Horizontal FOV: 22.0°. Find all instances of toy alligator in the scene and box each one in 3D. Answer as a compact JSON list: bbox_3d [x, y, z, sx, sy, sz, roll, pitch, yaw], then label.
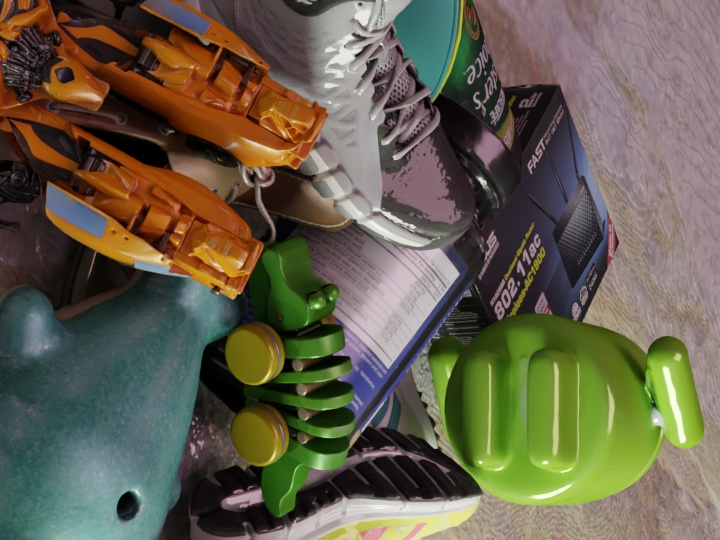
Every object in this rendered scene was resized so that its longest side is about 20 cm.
[{"bbox_3d":[-0.030,0.029,0.916,0.059,0.054,0.202,-23,115,-54],"label":"toy alligator"}]

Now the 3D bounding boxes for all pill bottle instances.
[{"bbox_3d":[0.000,0.000,1.038,0.201,0.111,0.112,-52,135,-14],"label":"pill bottle"}]

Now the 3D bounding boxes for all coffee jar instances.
[{"bbox_3d":[0.041,-0.128,1.184,0.105,0.084,0.201,-78,151,-55],"label":"coffee jar"}]

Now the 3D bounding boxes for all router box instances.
[{"bbox_3d":[0.108,-0.013,1.314,0.201,0.062,0.151,-60,135,-39],"label":"router box"}]

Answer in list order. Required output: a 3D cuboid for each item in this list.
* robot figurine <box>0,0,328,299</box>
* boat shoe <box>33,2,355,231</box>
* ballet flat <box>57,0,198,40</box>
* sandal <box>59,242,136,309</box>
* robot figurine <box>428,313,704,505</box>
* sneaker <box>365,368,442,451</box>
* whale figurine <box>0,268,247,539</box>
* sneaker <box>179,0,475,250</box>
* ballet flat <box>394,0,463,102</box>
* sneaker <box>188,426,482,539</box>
[{"bbox_3d":[-0.122,-0.078,0.856,0.198,0.058,0.146,27,77,-8],"label":"robot figurine"},{"bbox_3d":[-0.093,-0.059,0.940,0.198,0.076,0.075,23,60,-20],"label":"boat shoe"},{"bbox_3d":[-0.083,-0.136,0.960,0.199,0.064,0.068,32,24,-27],"label":"ballet flat"},{"bbox_3d":[-0.109,-0.004,0.975,0.080,0.057,0.203,26,67,-54],"label":"sandal"},{"bbox_3d":[0.126,0.089,1.173,0.200,0.174,0.117,12,75,-64],"label":"robot figurine"},{"bbox_3d":[-0.010,0.074,1.137,0.093,0.070,0.202,-17,107,-37],"label":"sneaker"},{"bbox_3d":[-0.117,0.067,0.881,0.200,0.103,0.160,-49,132,-23],"label":"whale figurine"},{"bbox_3d":[0.008,-0.098,0.899,0.200,0.115,0.075,44,47,-17],"label":"sneaker"},{"bbox_3d":[0.017,-0.186,0.998,0.067,0.066,0.202,-117,-160,-65],"label":"ballet flat"},{"bbox_3d":[-0.018,0.152,1.075,0.198,0.078,0.091,-7,121,-33],"label":"sneaker"}]
